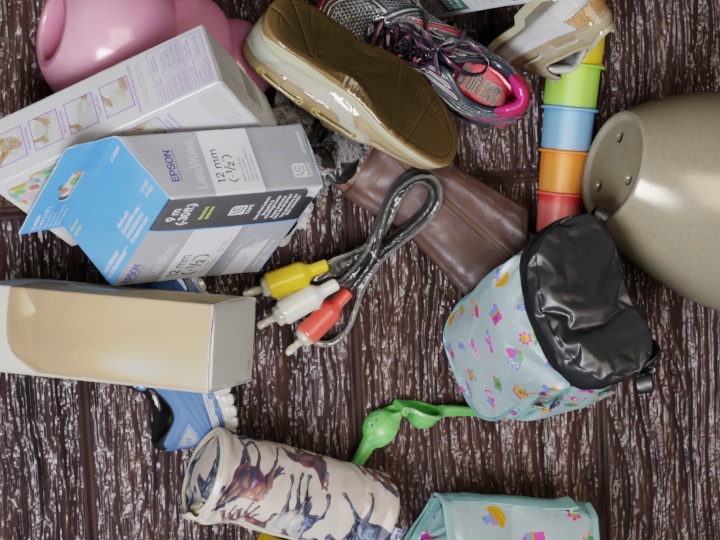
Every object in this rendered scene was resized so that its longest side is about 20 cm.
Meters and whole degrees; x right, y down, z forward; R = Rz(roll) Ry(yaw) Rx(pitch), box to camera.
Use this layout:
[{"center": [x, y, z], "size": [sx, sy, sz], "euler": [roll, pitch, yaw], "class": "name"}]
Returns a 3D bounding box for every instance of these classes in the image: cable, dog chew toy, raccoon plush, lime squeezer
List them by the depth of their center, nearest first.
[{"center": [-0.161, -0.179, 1.510], "size": [0.199, 0.124, 0.125], "euler": [9, 91, -31], "class": "dog chew toy"}, {"center": [-0.049, -0.108, 1.596], "size": [0.097, 0.134, 0.200], "euler": [35, 49, -6], "class": "raccoon plush"}, {"center": [0.000, 0.000, 1.599], "size": [0.200, 0.050, 0.097], "euler": [-34, 110, 6], "class": "cable"}, {"center": [0.046, 0.148, 1.659], "size": [0.199, 0.038, 0.071], "euler": [-25, 103, -19], "class": "lime squeezer"}]

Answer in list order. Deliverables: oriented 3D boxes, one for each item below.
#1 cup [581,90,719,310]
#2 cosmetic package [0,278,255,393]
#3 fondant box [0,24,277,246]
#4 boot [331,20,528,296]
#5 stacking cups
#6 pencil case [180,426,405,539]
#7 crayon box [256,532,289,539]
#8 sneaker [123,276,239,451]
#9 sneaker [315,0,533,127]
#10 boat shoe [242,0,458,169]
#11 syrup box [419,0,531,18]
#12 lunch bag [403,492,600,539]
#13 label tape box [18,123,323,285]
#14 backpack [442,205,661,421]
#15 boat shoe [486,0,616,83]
[{"center": [0.284, -0.077, 1.647], "size": [0.143, 0.200, 0.201], "euler": [14, 89, -22], "class": "cup"}, {"center": [-0.193, 0.050, 1.468], "size": [0.199, 0.105, 0.071], "euler": [4, 93, 15], "class": "cosmetic package"}, {"center": [-0.179, -0.103, 1.451], "size": [0.199, 0.144, 0.058], "euler": [-25, 67, 9], "class": "fondant box"}, {"center": [0.092, -0.095, 1.643], "size": [0.200, 0.064, 0.187], "euler": [36, 94, -17], "class": "boot"}, {"center": [0.186, -0.130, 1.687], "size": [0.060, 0.060, 0.201], "euler": [5, 97, -22], "class": "stacking cups"}, {"center": [-0.059, 0.195, 1.566], "size": [0.199, 0.078, 0.090], "euler": [19, 63, -30], "class": "pencil case"}, {"center": [-0.061, 0.318, 1.622], "size": [0.125, 0.052, 0.201], "euler": [30, 82, -21], "class": "crayon box"}, {"center": [-0.167, 0.061, 1.545], "size": [0.089, 0.078, 0.201], "euler": [-18, 101, -22], "class": "sneaker"}, {"center": [0.055, -0.184, 1.543], "size": [0.199, 0.075, 0.081], "euler": [22, 92, -6], "class": "sneaker"}, {"center": [-0.008, -0.147, 1.509], "size": [0.200, 0.066, 0.074], "euler": [37, 54, -17], "class": "boat shoe"}, {"center": [0.100, -0.272, 1.559], "size": [0.081, 0.200, 0.079], "euler": [-46, 108, -14], "class": "syrup box"}, {"center": [0.121, 0.296, 1.657], "size": [0.170, 0.122, 0.201], "euler": [8, 97, -21], "class": "lunch bag"}, {"center": [-0.149, -0.048, 1.440], "size": [0.199, 0.143, 0.066], "euler": [-8, 66, -31], "class": "label tape box"}, {"center": [0.160, 0.053, 1.614], "size": [0.126, 0.200, 0.168], "euler": [-7, 73, -22], "class": "backpack"}, {"center": [0.160, -0.196, 1.586], "size": [0.075, 0.200, 0.068], "euler": [-43, 90, -14], "class": "boat shoe"}]
